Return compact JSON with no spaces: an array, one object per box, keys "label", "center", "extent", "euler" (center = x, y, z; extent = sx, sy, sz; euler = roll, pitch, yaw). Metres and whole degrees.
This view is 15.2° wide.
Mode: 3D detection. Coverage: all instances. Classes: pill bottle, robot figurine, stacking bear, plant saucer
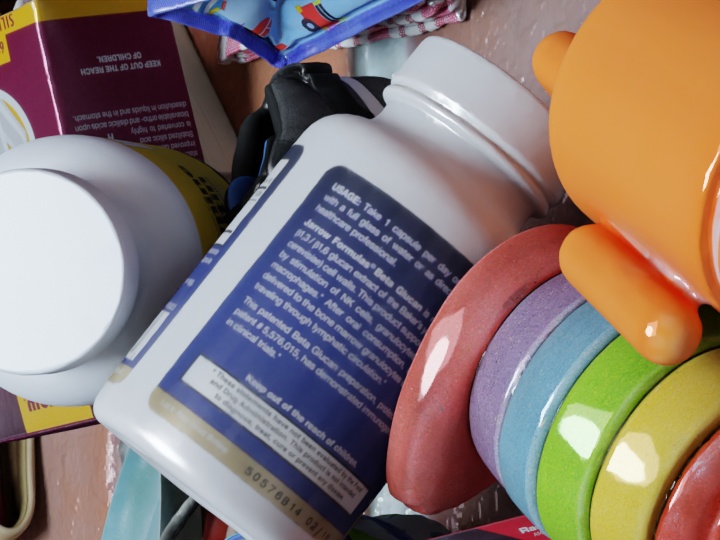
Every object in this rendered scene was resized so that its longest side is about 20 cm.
[{"label":"pill bottle","center":[-0.003,0.010,1.054],"extent":[0.200,0.111,0.111],"euler":[-52,37,-7]},{"label":"robot figurine","center":[0.145,-0.043,0.944],"extent":[0.200,0.144,0.117],"euler":[41,138,48]},{"label":"stacking bear","center":[0.120,0.074,0.974],"extent":[0.200,0.121,0.114],"euler":[35,132,40]},{"label":"pill bottle","center":[-0.112,0.000,1.136],"extent":[0.200,0.112,0.112],"euler":[-6,-76,-80]},{"label":"plant saucer","center":[-0.107,0.176,1.296],"extent":[0.200,0.027,0.200],"euler":[-170,90,-76]}]

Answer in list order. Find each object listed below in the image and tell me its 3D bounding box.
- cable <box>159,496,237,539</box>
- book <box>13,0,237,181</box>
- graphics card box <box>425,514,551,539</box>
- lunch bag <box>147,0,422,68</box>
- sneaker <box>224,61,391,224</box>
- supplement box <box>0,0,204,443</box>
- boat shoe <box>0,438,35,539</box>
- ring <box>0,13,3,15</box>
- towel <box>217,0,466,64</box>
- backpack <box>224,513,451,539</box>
[{"label":"cable","center":[-0.055,0.091,1.230],"extent":[0.050,0.097,0.200],"euler":[138,132,-58]},{"label":"book","center":[-0.131,-0.072,1.410],"extent":[0.134,0.048,0.200],"euler":[-58,46,34]},{"label":"graphics card box","center":[0.089,0.168,0.978],"extent":[0.200,0.125,0.051],"euler":[53,145,45]},{"label":"lunch bag","center":[0.008,-0.191,1.159],"extent":[0.200,0.094,0.151],"euler":[-15,67,40]},{"label":"sneaker","center":[0.000,0.000,1.147],"extent":[0.073,0.112,0.200],"euler":[-50,47,39]},{"label":"supplement box","center":[-0.137,-0.026,1.306],"extent":[0.110,0.086,0.200],"euler":[-15,87,45]},{"label":"boat shoe","center":[-0.211,0.057,1.480],"extent":[0.069,0.074,0.200],"euler":[-18,80,50]},{"label":"ring","center":[-0.209,-0.137,1.493],"extent":[0.200,0.019,0.201],"euler":[-163,90,-78]},{"label":"towel","center":[-0.012,-0.178,1.265],"extent":[0.200,0.030,0.147],"euler":[-4,81,55]},{"label":"backpack","center":[0.005,0.189,1.106],"extent":[0.200,0.154,0.163],"euler":[-97,29,-42]}]
